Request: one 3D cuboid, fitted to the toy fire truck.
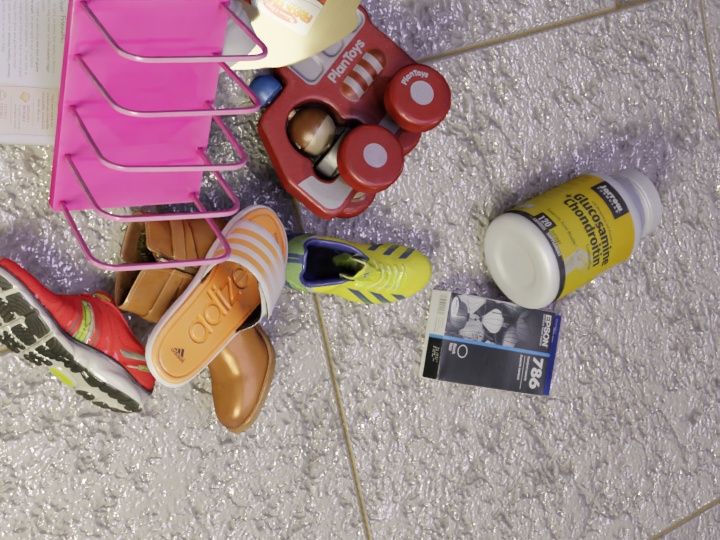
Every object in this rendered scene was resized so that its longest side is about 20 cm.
[{"bbox_3d":[-0.021,-0.158,1.308,0.168,0.112,0.200,40,69,-5],"label":"toy fire truck"}]

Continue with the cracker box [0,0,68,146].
[{"bbox_3d":[-0.314,-0.174,1.117,0.199,0.058,0.135,0,95,-34],"label":"cracker box"}]

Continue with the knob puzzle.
[{"bbox_3d":[-0.090,-0.280,1.242,0.218,0.030,0.221,-1,113,-3],"label":"knob puzzle"}]

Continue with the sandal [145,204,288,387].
[{"bbox_3d":[-0.111,0.024,1.182,0.079,0.059,0.207,51,52,-24],"label":"sandal"}]

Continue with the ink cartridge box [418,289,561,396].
[{"bbox_3d":[0.158,0.084,1.477,0.199,0.039,0.100,10,87,-36],"label":"ink cartridge box"}]

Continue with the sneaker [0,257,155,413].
[{"bbox_3d":[-0.257,0.047,1.176,0.200,0.077,0.085,46,49,-33],"label":"sneaker"}]

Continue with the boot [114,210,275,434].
[{"bbox_3d":[-0.153,0.045,1.219,0.155,0.076,0.202,13,80,-46],"label":"boot"}]

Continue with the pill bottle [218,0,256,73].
[{"bbox_3d":[-0.173,-0.271,1.162,0.114,0.114,0.201,-41,119,-26],"label":"pill bottle"}]

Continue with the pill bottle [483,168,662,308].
[{"bbox_3d":[0.243,-0.043,1.482,0.199,0.112,0.113,-27,108,-31],"label":"pill bottle"}]

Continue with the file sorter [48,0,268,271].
[{"bbox_3d":[-0.166,-0.115,1.097,0.138,0.126,0.201,-6,125,-30],"label":"file sorter"}]

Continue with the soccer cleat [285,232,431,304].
[{"bbox_3d":[0.000,0.001,1.332,0.199,0.083,0.065,7,89,-35],"label":"soccer cleat"}]
